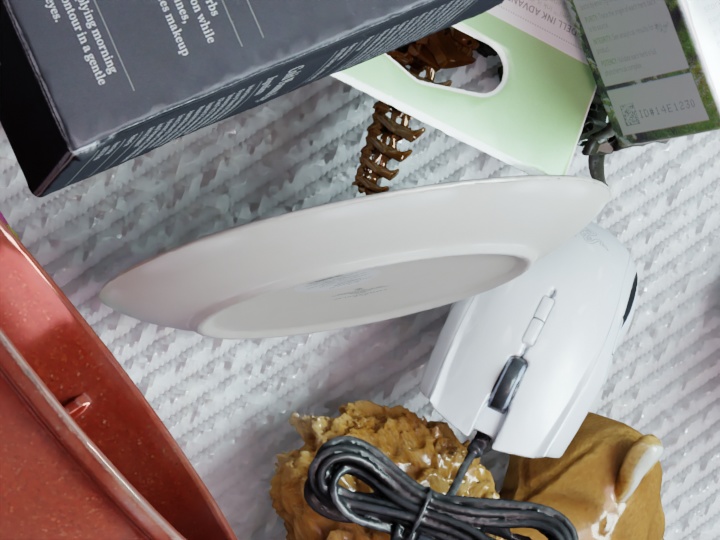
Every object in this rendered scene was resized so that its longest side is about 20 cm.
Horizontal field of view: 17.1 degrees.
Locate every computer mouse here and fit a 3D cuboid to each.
[{"bbox_3d":[0.062,0.038,0.990,0.110,0.044,0.200,24,53,5],"label":"computer mouse"}]

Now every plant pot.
[{"bbox_3d":[-0.172,0.083,0.769,0.195,0.201,0.201,-38,120,0],"label":"plant pot"}]

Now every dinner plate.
[{"bbox_3d":[0.000,0.000,0.920,0.200,0.200,0.024,-7,78,-26],"label":"dinner plate"}]

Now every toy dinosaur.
[{"bbox_3d":[0.072,-0.108,0.997,0.200,0.102,0.136,-41,106,10],"label":"toy dinosaur"}]

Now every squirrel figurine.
[{"bbox_3d":[0.051,0.133,1.020,0.200,0.141,0.187,37,80,-34],"label":"squirrel figurine"}]

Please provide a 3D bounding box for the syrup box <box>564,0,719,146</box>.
[{"bbox_3d":[0.109,-0.153,0.875,0.081,0.079,0.200,-23,97,-23],"label":"syrup box"}]

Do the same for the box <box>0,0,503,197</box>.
[{"bbox_3d":[-0.060,-0.153,0.797,0.182,0.104,0.200,-23,90,-15],"label":"box"}]

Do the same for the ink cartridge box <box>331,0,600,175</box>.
[{"bbox_3d":[0.043,-0.149,0.913,0.145,0.048,0.200,25,80,-21],"label":"ink cartridge box"}]

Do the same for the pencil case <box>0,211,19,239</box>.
[{"bbox_3d":[-0.153,0.027,0.910,0.088,0.088,0.200,-35,116,-14],"label":"pencil case"}]
